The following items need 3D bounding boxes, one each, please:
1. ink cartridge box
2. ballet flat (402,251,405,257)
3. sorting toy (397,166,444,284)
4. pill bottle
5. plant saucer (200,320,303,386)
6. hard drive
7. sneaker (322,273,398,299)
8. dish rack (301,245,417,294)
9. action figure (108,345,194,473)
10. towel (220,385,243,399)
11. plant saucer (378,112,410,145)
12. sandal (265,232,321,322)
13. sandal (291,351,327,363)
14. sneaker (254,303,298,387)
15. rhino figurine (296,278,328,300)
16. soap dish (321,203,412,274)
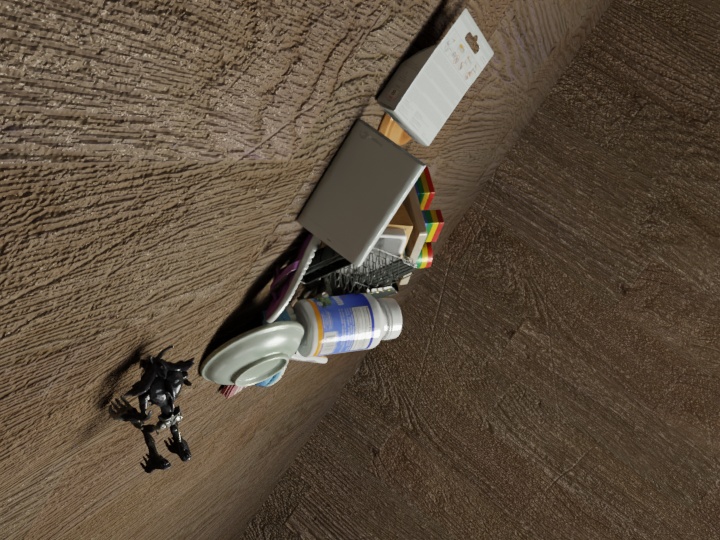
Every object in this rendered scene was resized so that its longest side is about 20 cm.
[{"bbox_3d":[0.127,-0.325,1.401,0.200,0.057,0.162,-58,151,2],"label":"ink cartridge box"},{"bbox_3d":[0.021,-0.011,1.780,0.200,0.072,0.072,-29,-172,39],"label":"ballet flat"},{"bbox_3d":[0.113,-0.106,1.787,0.069,0.200,0.199,-5,149,-14],"label":"sorting toy"},{"bbox_3d":[-0.025,0.102,1.616,0.200,0.112,0.112,-6,144,-27],"label":"pill bottle"},{"bbox_3d":[-0.185,0.162,1.495,0.200,0.050,0.200,-25,160,-9],"label":"plant saucer"},{"bbox_3d":[-0.001,-0.125,1.359,0.200,0.132,0.026,-57,170,19],"label":"hard drive"},{"bbox_3d":[0.001,0.024,1.701,0.106,0.075,0.200,-20,166,18],"label":"sneaker"},{"bbox_3d":[0.000,0.000,1.553,0.153,0.200,0.055,-21,-122,45],"label":"dish rack"},{"bbox_3d":[-0.293,0.186,1.178,0.119,0.102,0.200,-31,131,-46],"label":"action figure"},{"bbox_3d":[-0.220,0.188,1.767,0.144,0.023,0.200,-58,172,11],"label":"towel"},{"bbox_3d":[0.103,-0.304,1.522,0.200,0.037,0.200,-51,170,-13],"label":"plant saucer"},{"bbox_3d":[-0.129,0.003,1.475,0.203,0.050,0.082,-63,-169,-28],"label":"sandal"},{"bbox_3d":[-0.136,0.163,1.788,0.207,0.079,0.059,19,76,-63],"label":"sandal"},{"bbox_3d":[-0.189,0.145,1.619,0.090,0.078,0.200,-3,128,-28],"label":"sneaker"},{"bbox_3d":[-0.085,0.044,1.787,0.088,0.060,0.200,-60,174,-5],"label":"rhino figurine"},{"bbox_3d":[0.006,-0.063,1.577,0.200,0.157,0.081,106,-13,-67],"label":"soap dish"}]
